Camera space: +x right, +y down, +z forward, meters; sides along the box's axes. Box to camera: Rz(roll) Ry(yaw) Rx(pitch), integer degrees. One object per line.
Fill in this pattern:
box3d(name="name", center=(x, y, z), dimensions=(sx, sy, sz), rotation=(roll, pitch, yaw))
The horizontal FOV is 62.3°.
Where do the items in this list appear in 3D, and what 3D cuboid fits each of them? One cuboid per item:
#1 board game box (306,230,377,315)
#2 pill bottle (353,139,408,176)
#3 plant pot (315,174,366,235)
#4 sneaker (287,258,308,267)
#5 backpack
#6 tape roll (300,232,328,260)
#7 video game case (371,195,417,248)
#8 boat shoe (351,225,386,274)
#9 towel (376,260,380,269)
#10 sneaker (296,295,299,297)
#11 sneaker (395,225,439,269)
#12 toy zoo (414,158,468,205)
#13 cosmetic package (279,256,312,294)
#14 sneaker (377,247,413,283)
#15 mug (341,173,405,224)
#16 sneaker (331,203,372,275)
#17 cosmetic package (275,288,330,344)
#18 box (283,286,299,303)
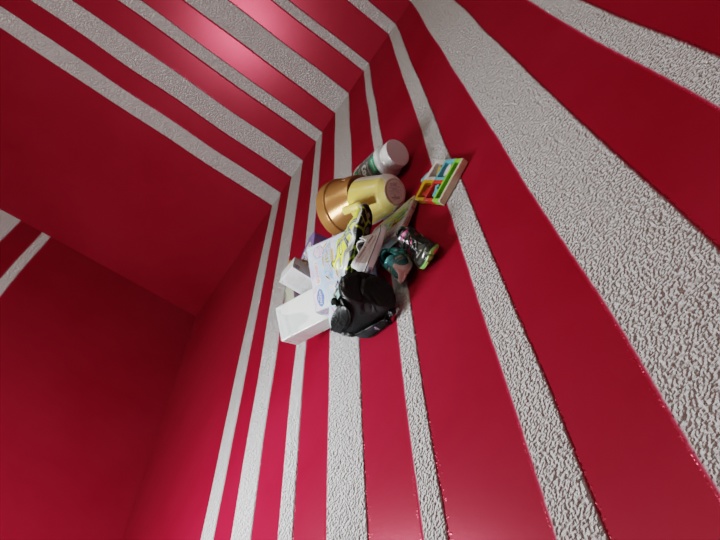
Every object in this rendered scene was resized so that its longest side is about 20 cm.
box3d(name="board game box", center=(-0.051, -0.002, 1.672), dimensions=(0.196, 0.041, 0.204), rotation=(-21, 64, 25))
box3d(name="pill bottle", center=(0.069, -0.346, 1.993), dimensions=(0.199, 0.112, 0.115), rotation=(-35, 30, 51))
box3d(name="plant pot", center=(-0.029, -0.222, 1.947), dimensions=(0.139, 0.199, 0.203), rotation=(-26, 38, 48))
box3d(name="sneaker", center=(-0.144, 0.016, 1.920), dimensions=(0.076, 0.195, 0.090), rotation=(-123, 41, -63))
box3d(name="backpack", center=(-0.006, 0.089, 1.515), dimensions=(0.201, 0.163, 0.129), rotation=(123, 163, -56))
box3d(name="tape roll", center=(-0.160, -0.024, 2.084), dimensions=(0.200, 0.083, 0.204), rotation=(-161, 89, -77))
box3d(name="video game case", center=(0.078, -0.108, 1.714), dimensions=(0.199, 0.023, 0.184), rotation=(-38, 18, 43))
box3d(name="boat shoe", center=(0.022, -0.065, 1.563), dimensions=(0.201, 0.064, 0.075), rotation=(-69, 0, -56))
box3d(name="towel", center=(0.000, 0.000, 1.809), dimensions=(0.150, 0.030, 0.200), rotation=(-55, 18, 8))
box3d(name="sneaker", center=(-0.148, 0.087, 1.914), dimensions=(0.073, 0.113, 0.203), rotation=(-45, 23, 37))
box3d(name="sneaker", center=(0.132, -0.062, 1.475), dimensions=(0.078, 0.083, 0.200), rotation=(-58, 19, 5))
box3d(name="toy zoo", center=(0.212, -0.243, 1.631), dimensions=(0.133, 0.020, 0.200), rotation=(-61, 19, -2))
box3d(name="cosmetic package", center=(-0.144, 0.045, 1.831), dimensions=(0.082, 0.198, 0.051), rotation=(-43, 25, 33))
box3d(name="sneaker", center=(0.085, -0.032, 1.545), dimensions=(0.078, 0.079, 0.200), rotation=(-55, 11, 6))
box3d(name="mug", center=(0.052, -0.211, 1.811), dimensions=(0.152, 0.149, 0.189), rotation=(-9, 45, 54))
box3d(name="sneaker", center=(-0.027, -0.089, 1.615), dimensions=(0.075, 0.075, 0.204), rotation=(14, 80, 34))
box3d(name="cosmetic package", center=(-0.150, 0.129, 1.769), dimensions=(0.197, 0.081, 0.115), rotation=(-25, 64, 25))
box3d(name="box", center=(-0.227, 0.099, 2.140), dimensions=(0.069, 0.081, 0.201), rotation=(-54, 19, 15))
